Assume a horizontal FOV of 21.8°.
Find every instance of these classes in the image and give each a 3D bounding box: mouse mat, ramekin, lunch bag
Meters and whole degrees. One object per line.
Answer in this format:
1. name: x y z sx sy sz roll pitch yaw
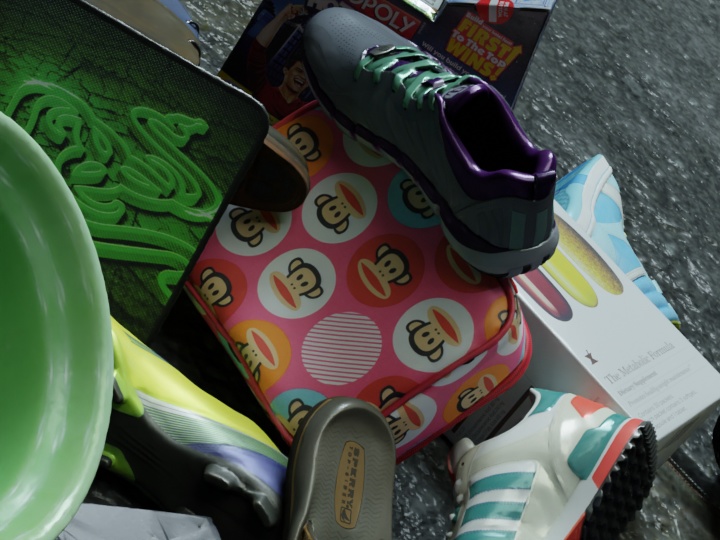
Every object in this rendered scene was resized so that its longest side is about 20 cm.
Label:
1. mouse mat: -0.167 -0.062 0.980 0.199 0.161 0.008 29 6 -3
2. ramekin: -0.201 0.031 0.798 0.200 0.097 0.201 30 56 -58
3. lunch bag: 0.000 0.000 1.037 0.200 0.176 0.082 56 0 28

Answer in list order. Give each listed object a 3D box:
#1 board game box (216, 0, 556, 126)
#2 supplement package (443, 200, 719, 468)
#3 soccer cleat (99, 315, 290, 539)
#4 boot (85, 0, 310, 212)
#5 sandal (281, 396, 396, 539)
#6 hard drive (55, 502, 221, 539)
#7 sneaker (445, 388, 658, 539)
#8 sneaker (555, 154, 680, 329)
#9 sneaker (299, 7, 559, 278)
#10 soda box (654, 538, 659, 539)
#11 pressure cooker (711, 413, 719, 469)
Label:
1. board game box: 0.032 -0.136 1.200 0.199 0.200 0.062 33 35 -6
2. supplement package: 0.103 0.048 1.130 0.200 0.110 0.114 48 35 15
3. soccer cleat: -0.105 0.078 0.967 0.200 0.065 0.084 42 17 9
4. boot: -0.100 -0.112 1.039 0.199 0.075 0.097 31 45 4
5. sandal: -0.001 0.156 0.906 0.082 0.054 0.201 27 59 -38
6. hard drive: -0.105 0.196 0.834 0.134 0.042 0.201 11 43 -33
7. sneaker: 0.073 0.143 1.005 0.093 0.070 0.200 26 62 34
8. sneaker: 0.166 0.002 1.280 0.131 0.079 0.200 50 25 -6
9. sneaker: 0.042 -0.092 0.993 0.074 0.088 0.200 -30 62 -25
10. soda box: 0.211 0.200 0.986 0.068 0.064 0.200 31 -8 -17
11. pressure cooker: 0.339 0.139 1.176 0.178 0.176 0.200 -6 50 -40
